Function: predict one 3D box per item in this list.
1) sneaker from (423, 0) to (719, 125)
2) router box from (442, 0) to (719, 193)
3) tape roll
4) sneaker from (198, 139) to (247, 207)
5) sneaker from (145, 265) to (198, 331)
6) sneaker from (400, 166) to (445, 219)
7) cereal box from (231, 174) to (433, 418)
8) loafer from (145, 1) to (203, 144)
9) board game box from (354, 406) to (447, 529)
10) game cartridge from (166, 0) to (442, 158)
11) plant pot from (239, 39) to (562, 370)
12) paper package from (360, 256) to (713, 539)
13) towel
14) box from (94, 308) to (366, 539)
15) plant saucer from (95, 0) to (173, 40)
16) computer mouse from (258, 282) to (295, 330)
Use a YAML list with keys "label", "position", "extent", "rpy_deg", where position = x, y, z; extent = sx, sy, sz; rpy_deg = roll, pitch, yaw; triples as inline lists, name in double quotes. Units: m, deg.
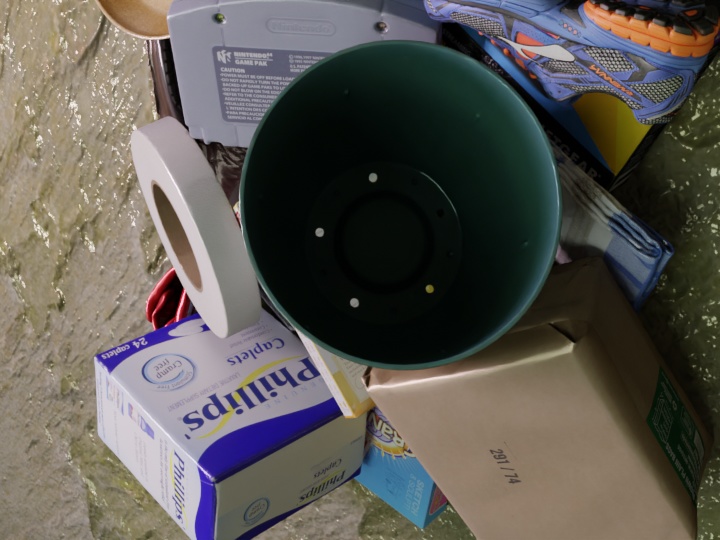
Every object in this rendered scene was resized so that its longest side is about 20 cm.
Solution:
- label: "sneaker"
  position: [0.120, -0.143, 0.675]
  extent: [0.198, 0.075, 0.080]
  rpy_deg: [26, 130, 33]
- label: "router box"
  position: [0.136, -0.171, 0.735]
  extent: [0.200, 0.051, 0.150]
  rpy_deg: [44, 135, 17]
- label: "tape roll"
  position: [-0.149, -0.038, 0.965]
  extent: [0.204, 0.037, 0.204]
  rpy_deg: [54, 160, 30]
- label: "sneaker"
  position: [-0.093, -0.094, 0.992]
  extent: [0.114, 0.075, 0.203]
  rpy_deg: [10, 119, 37]
- label: "sneaker"
  position: [-0.183, 0.058, 1.135]
  extent: [0.078, 0.115, 0.203]
  rpy_deg: [30, 130, 29]
- label: "sneaker"
  position: [0.100, -0.005, 0.857]
  extent: [0.083, 0.077, 0.201]
  rpy_deg: [-19, 112, 43]
- label: "cereal box"
  position: [0.000, 0.000, 0.903]
  extent: [0.202, 0.143, 0.039]
  rpy_deg: [61, 163, -1]
- label: "loafer"
  position: [-0.172, -0.159, 1.031]
  extent: [0.070, 0.073, 0.203]
  rpy_deg: [13, 121, 39]
- label: "board game box"
  position: [0.028, 0.126, 1.024]
  extent: [0.152, 0.040, 0.203]
  rpy_deg: [31, 131, 29]
- label: "game cartridge"
  position: [-0.038, -0.148, 0.790]
  extent: [0.196, 0.041, 0.134]
  rpy_deg: [5, 138, 7]
- label: "plant pot"
  position: [0.022, -0.030, 0.730]
  extent: [0.202, 0.199, 0.161]
  rpy_deg: [54, 173, 5]
- label: "paper package"
  position: [0.136, 0.108, 0.801]
  extent: [0.189, 0.104, 0.201]
  rpy_deg: [-16, 120, 39]
- label: "towel"
  position: [0.133, -0.048, 0.785]
  extent: [0.200, 0.024, 0.147]
  rpy_deg: [44, 166, 17]
- label: "box"
  position: [-0.123, 0.138, 1.017]
  extent: [0.199, 0.182, 0.106]
  rpy_deg: [36, 133, 35]
- label: "plant saucer"
  position: [-0.166, -0.302, 0.936]
  extent: [0.197, 0.035, 0.204]
  rpy_deg: [4, 97, 34]
- label: "computer mouse"
  position: [-0.065, 0.018, 1.007]
  extent: [0.110, 0.044, 0.200]
  rpy_deg: [51, 172, -8]
